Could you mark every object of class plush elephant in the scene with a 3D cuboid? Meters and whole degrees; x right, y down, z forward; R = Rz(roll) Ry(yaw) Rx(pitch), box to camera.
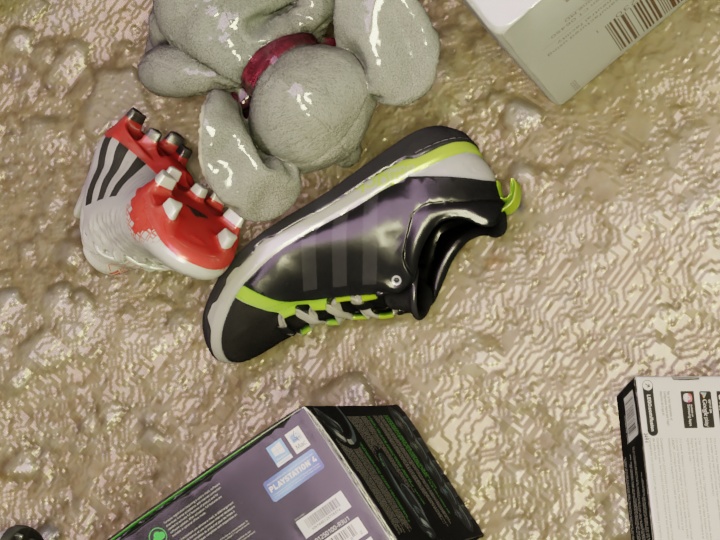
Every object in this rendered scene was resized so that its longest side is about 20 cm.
[{"bbox_3d":[-0.040,-0.117,1.414,0.165,0.200,0.155,-31,82,5],"label":"plush elephant"}]

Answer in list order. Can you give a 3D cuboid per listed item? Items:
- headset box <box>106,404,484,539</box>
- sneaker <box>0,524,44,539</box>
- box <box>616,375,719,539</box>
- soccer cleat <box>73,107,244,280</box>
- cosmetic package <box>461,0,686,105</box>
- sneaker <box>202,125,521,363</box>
[{"bbox_3d":[-0.044,0.153,1.304,0.174,0.200,0.093,-36,79,11],"label":"headset box"},{"bbox_3d":[-0.239,0.245,1.436,0.090,0.066,0.200,-2,69,27],"label":"sneaker"},{"bbox_3d":[0.194,0.152,1.250,0.110,0.035,0.200,1,70,-12],"label":"box"},{"bbox_3d":[-0.122,-0.025,1.432,0.085,0.069,0.200,-56,27,11],"label":"soccer cleat"},{"bbox_3d":[0.095,-0.230,1.357,0.167,0.166,0.200,-40,72,7],"label":"cosmetic package"},{"bbox_3d":[0.000,0.000,1.399,0.200,0.072,0.083,-38,65,10],"label":"sneaker"}]
